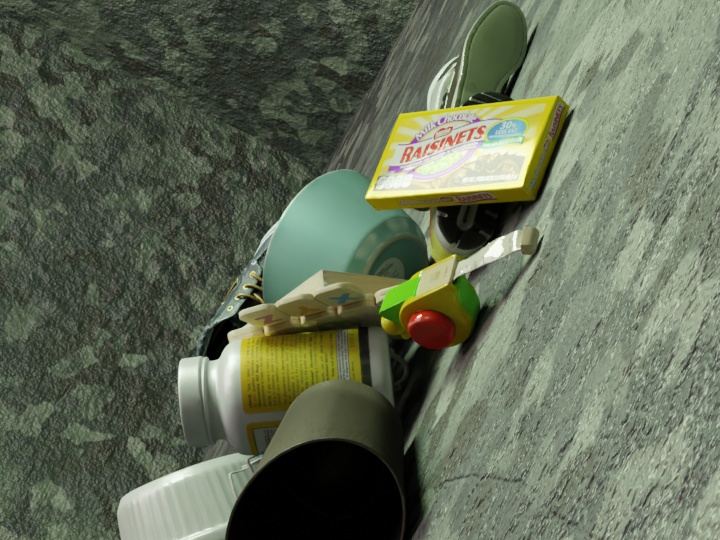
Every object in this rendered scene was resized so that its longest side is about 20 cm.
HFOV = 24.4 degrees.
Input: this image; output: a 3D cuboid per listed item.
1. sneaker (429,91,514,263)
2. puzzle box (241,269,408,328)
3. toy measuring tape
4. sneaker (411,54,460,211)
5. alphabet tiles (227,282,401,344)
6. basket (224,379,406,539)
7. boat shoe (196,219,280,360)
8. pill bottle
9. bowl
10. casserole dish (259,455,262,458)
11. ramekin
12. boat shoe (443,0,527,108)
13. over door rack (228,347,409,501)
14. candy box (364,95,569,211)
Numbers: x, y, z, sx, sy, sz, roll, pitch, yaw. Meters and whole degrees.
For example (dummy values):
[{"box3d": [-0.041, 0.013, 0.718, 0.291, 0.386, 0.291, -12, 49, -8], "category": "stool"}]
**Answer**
[{"box3d": [0.106, -0.088, 1.629, 0.090, 0.078, 0.200, 113, -179, -59], "category": "sneaker"}, {"box3d": [-0.029, 0.051, 1.681, 0.200, 0.133, 0.025, -35, 54, 53], "category": "puzzle box"}, {"box3d": [0.095, 0.021, 1.441, 0.200, 0.074, 0.074, -27, 31, 42], "category": "toy measuring tape"}, {"box3d": [0.107, -0.160, 1.989, 0.079, 0.074, 0.200, -133, 62, -74], "category": "sneaker"}, {"box3d": [-0.023, 0.053, 1.621, 0.196, 0.200, 0.015, 30, -132, -61], "category": "alphabet tiles"}, {"box3d": [-0.027, 0.182, 1.423, 0.181, 0.136, 0.200, -61, 3, 18], "category": "basket"}, {"box3d": [-0.109, 0.031, 1.828, 0.200, 0.071, 0.091, -58, -1, 17], "category": "boat shoe"}, {"box3d": [-0.069, 0.117, 1.588, 0.112, 0.200, 0.113, -5, -90, -89], "category": "pill bottle"}, {"box3d": [0.000, 0.000, 1.811, 0.201, 0.105, 0.201, -27, -53, -42], "category": "bowl"}, {"box3d": [-0.075, 0.165, 1.889, 0.121, 0.039, 0.200, -9, 87, 57], "category": "casserole dish"}, {"box3d": [-0.179, 0.274, 1.861, 0.202, 0.202, 0.094, 131, 120, -68], "category": "ramekin"}, {"box3d": [0.135, -0.217, 1.913, 0.201, 0.072, 0.061, -70, 12, -22], "category": "boat shoe"}, {"box3d": [-0.053, 0.152, 1.716, 0.200, 0.067, 0.148, -36, -4, -17], "category": "over door rack"}, {"box3d": [0.096, -0.108, 1.546, 0.200, 0.026, 0.102, -2, 55, 45], "category": "candy box"}]
